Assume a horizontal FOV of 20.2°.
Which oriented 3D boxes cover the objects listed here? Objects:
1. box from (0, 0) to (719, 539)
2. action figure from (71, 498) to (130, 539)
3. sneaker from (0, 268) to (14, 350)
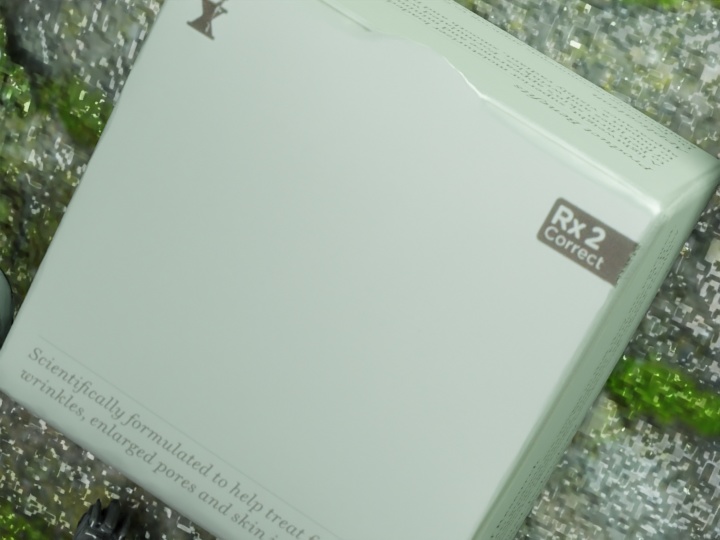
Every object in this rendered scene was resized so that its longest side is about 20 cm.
[{"bbox_3d":[0.000,0.000,0.772,0.199,0.131,0.200,33,108,13],"label":"box"},{"bbox_3d":[-0.140,0.161,0.886,0.200,0.069,0.130,8,94,15],"label":"action figure"},{"bbox_3d":[-0.232,-0.002,0.763,0.200,0.088,0.075,17,109,-6],"label":"sneaker"}]
